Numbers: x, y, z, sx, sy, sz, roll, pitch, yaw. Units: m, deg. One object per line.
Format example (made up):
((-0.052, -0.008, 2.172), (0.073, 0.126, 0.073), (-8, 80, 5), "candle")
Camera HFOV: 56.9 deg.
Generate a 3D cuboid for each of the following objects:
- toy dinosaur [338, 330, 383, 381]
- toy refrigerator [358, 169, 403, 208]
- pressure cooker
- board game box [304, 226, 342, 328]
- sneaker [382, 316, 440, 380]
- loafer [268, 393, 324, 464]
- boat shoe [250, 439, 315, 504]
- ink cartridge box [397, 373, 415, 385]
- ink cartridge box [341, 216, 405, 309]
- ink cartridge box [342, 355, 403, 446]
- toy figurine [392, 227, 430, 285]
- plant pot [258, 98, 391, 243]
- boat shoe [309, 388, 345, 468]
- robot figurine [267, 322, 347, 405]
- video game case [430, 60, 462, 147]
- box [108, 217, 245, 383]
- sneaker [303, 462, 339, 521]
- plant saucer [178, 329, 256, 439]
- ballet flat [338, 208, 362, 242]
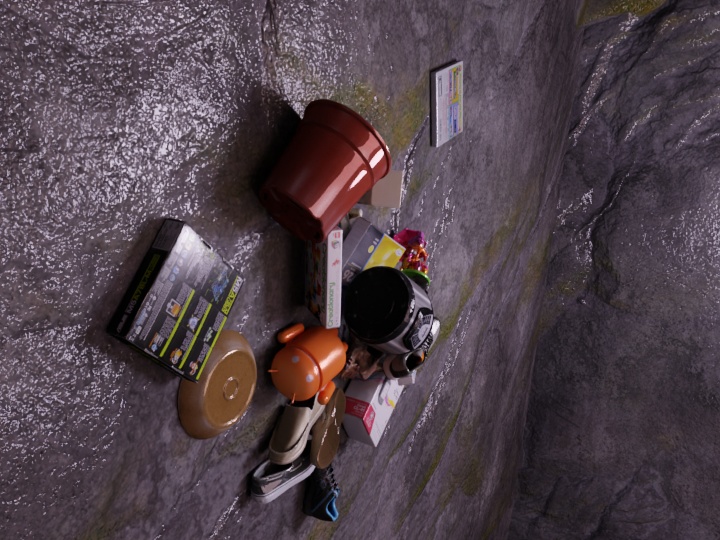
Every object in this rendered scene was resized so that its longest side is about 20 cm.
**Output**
((-0.001, 0.222, 1.582), (0.200, 0.085, 0.137), (49, 58, -46), "toy dinosaur")
((0.041, -0.176, 1.426), (0.200, 0.069, 0.077), (-144, -121, -79), "toy refrigerator")
((0.072, 0.093, 1.482), (0.200, 0.173, 0.182), (37, 41, -60), "pressure cooker")
((-0.076, -0.001, 1.339), (0.034, 0.126, 0.204), (-7, 110, -24), "board game box")
((0.137, 0.184, 1.561), (0.200, 0.079, 0.075), (-46, 114, -34), "sneaker")
((-0.140, 0.318, 1.402), (0.201, 0.074, 0.069), (-59, 146, -48), "loafer")
((-0.153, 0.410, 1.405), (0.199, 0.071, 0.072), (-34, 133, -50), "boat shoe")
((0.105, 0.178, 1.690), (0.200, 0.044, 0.179), (-45, 123, -80), "ink cartridge box")
((0.000, 0.000, 1.497), (0.202, 0.047, 0.197), (-59, 151, 1), "ink cartridge box")
((0.030, 0.320, 1.692), (0.201, 0.084, 0.149), (-59, 147, -31), "ink cartridge box")
((0.119, -0.029, 1.662), (0.200, 0.148, 0.187), (-46, -155, 56), "toy figurine")
((-0.075, -0.172, 1.226), (0.196, 0.199, 0.202), (-55, 145, -22), "plant pot")
((-0.084, 0.348, 1.467), (0.202, 0.064, 0.073), (-75, 150, -47), "boat shoe")
((-0.105, 0.191, 1.365), (0.199, 0.115, 0.146), (-35, 130, -52), "robot figurine")
((0.242, -0.465, 1.851), (0.182, 0.022, 0.203), (-39, 132, -50), "video game case")
((-0.284, 0.052, 1.063), (0.203, 0.047, 0.194), (-68, 152, -20), "box")
((-0.081, 0.489, 1.558), (0.073, 0.081, 0.204), (-18, 115, -56), "sneaker")
((-0.245, 0.210, 1.201), (0.200, 0.035, 0.204), (-32, 128, -54), "plant saucer")
((-0.027, -0.135, 1.429), (0.068, 0.062, 0.203), (-84, 166, -55), "ballet flat")
